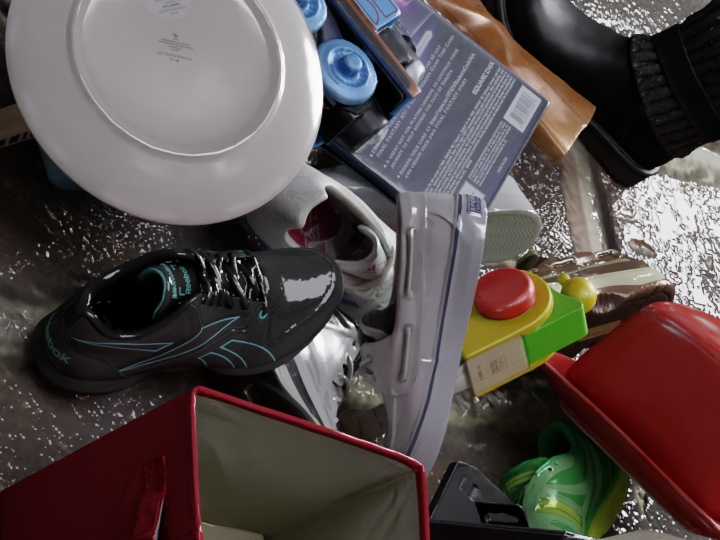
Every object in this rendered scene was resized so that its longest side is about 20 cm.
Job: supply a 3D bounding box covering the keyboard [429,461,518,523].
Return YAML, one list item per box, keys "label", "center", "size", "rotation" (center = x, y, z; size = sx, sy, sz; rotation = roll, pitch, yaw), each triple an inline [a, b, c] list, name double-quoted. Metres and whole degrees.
- label: "keyboard"
  center: [0.029, 0.209, 1.691]
  size: [0.104, 0.040, 0.201]
  rotation: [46, 55, -28]

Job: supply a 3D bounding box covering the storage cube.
- label: "storage cube"
  center: [-0.080, 0.191, 1.476]
  size: [0.199, 0.179, 0.172]
  rotation: [22, 53, -39]

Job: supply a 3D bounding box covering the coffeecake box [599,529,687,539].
- label: "coffeecake box"
  center: [0.155, 0.277, 1.698]
  size: [0.153, 0.073, 0.201]
  rotation: [-4, 101, -48]

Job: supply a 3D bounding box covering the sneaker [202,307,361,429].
- label: "sneaker"
  center: [-0.022, 0.089, 1.681]
  size: [0.115, 0.076, 0.201]
  rotation: [-12, 75, -48]

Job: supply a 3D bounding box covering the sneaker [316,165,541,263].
- label: "sneaker"
  center: [0.018, -0.064, 1.832]
  size: [0.199, 0.074, 0.116]
  rotation: [5, 44, -34]

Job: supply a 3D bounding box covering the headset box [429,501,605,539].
- label: "headset box"
  center: [0.078, 0.238, 1.578]
  size: [0.093, 0.174, 0.201]
  rotation: [14, 81, -43]

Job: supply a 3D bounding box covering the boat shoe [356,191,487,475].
- label: "boat shoe"
  center: [0.029, 0.043, 1.682]
  size: [0.065, 0.201, 0.074]
  rotation: [9, 16, -7]

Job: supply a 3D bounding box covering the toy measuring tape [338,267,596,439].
- label: "toy measuring tape"
  center: [0.065, 0.050, 1.775]
  size: [0.199, 0.074, 0.074]
  rotation: [-26, 87, -13]

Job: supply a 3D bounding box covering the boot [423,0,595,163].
- label: "boot"
  center: [0.068, -0.146, 1.897]
  size: [0.200, 0.068, 0.188]
  rotation: [48, 22, 2]

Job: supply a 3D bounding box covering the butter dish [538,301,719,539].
- label: "butter dish"
  center: [0.246, 0.088, 1.844]
  size: [0.200, 0.148, 0.199]
  rotation: [45, 10, 25]

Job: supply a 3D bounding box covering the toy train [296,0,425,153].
- label: "toy train"
  center: [-0.036, -0.169, 1.712]
  size: [0.200, 0.087, 0.114]
  rotation: [51, 48, 2]

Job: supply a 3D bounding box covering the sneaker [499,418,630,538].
- label: "sneaker"
  center: [0.120, 0.175, 1.795]
  size: [0.084, 0.074, 0.200]
  rotation: [43, 34, -11]

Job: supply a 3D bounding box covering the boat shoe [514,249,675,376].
- label: "boat shoe"
  center: [0.130, 0.023, 1.906]
  size: [0.202, 0.075, 0.075]
  rotation: [-6, 40, -43]

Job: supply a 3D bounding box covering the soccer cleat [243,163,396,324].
- label: "soccer cleat"
  center: [0.000, 0.000, 1.726]
  size: [0.200, 0.086, 0.070]
  rotation: [39, 83, -39]

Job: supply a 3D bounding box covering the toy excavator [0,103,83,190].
- label: "toy excavator"
  center: [-0.180, -0.091, 1.606]
  size: [0.195, 0.199, 0.100]
  rotation: [77, -8, -79]

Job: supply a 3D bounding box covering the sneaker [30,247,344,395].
- label: "sneaker"
  center: [-0.094, 0.023, 1.584]
  size: [0.199, 0.079, 0.076]
  rotation: [-16, 67, -26]

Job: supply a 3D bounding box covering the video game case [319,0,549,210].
- label: "video game case"
  center: [0.019, -0.123, 1.781]
  size: [0.200, 0.019, 0.143]
  rotation: [37, 55, -7]

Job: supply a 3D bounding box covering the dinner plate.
- label: "dinner plate"
  center: [-0.110, -0.124, 1.572]
  size: [0.199, 0.024, 0.201]
  rotation: [10, 66, -22]

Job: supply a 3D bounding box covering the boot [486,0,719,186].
- label: "boot"
  center: [0.212, -0.170, 2.023]
  size: [0.211, 0.158, 0.080]
  rotation: [43, 43, -22]
